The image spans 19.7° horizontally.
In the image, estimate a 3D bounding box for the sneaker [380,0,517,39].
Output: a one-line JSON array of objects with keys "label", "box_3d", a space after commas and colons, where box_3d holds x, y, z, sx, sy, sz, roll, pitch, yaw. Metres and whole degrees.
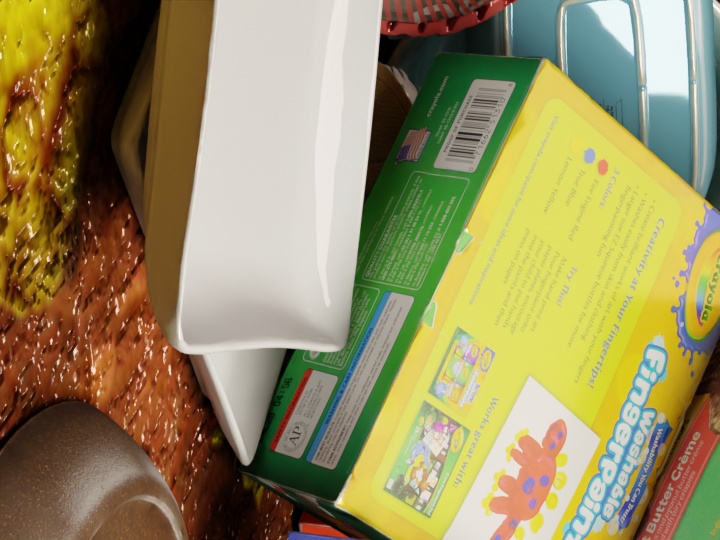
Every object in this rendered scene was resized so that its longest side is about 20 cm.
[{"label": "sneaker", "box_3d": [0.071, -0.153, 0.879, 0.098, 0.198, 0.071, 105, -27, -67]}]

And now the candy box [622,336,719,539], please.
[{"label": "candy box", "box_3d": [0.149, 0.102, 0.956, 0.170, 0.077, 0.200, -59, -158, -7]}]

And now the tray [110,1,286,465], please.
[{"label": "tray", "box_3d": [-0.056, -0.023, 0.779, 0.201, 0.022, 0.108, 76, 24, -52]}]

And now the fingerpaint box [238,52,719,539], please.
[{"label": "fingerpaint box", "box_3d": [0.064, 0.036, 0.887, 0.166, 0.073, 0.201, 34, 75, -37]}]

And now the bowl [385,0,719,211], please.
[{"label": "bowl", "box_3d": [0.097, -0.085, 1.068, 0.105, 0.199, 0.203, -101, -172, -64]}]

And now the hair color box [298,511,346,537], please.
[{"label": "hair color box", "box_3d": [0.017, 0.172, 1.051, 0.102, 0.061, 0.201, -68, 159, -50]}]

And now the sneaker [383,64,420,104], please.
[{"label": "sneaker", "box_3d": [0.025, -0.006, 0.999, 0.077, 0.080, 0.201, -84, 153, -55]}]

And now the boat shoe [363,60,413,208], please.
[{"label": "boat shoe", "box_3d": [0.000, 0.000, 0.931, 0.069, 0.070, 0.202, -142, -141, -67]}]

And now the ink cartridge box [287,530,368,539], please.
[{"label": "ink cartridge box", "box_3d": [-0.006, 0.196, 0.827, 0.076, 0.135, 0.202, -38, 132, -74]}]

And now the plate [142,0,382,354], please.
[{"label": "plate", "box_3d": [-0.033, -0.072, 0.741, 0.200, 0.032, 0.202, 6, 90, -75]}]

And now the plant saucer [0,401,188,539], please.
[{"label": "plant saucer", "box_3d": [-0.094, 0.145, 0.684, 0.200, 0.032, 0.202, 5, 90, -74]}]

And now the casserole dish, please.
[{"label": "casserole dish", "box_3d": [0.112, -0.090, 0.988, 0.039, 0.120, 0.202, -96, 180, -63]}]
